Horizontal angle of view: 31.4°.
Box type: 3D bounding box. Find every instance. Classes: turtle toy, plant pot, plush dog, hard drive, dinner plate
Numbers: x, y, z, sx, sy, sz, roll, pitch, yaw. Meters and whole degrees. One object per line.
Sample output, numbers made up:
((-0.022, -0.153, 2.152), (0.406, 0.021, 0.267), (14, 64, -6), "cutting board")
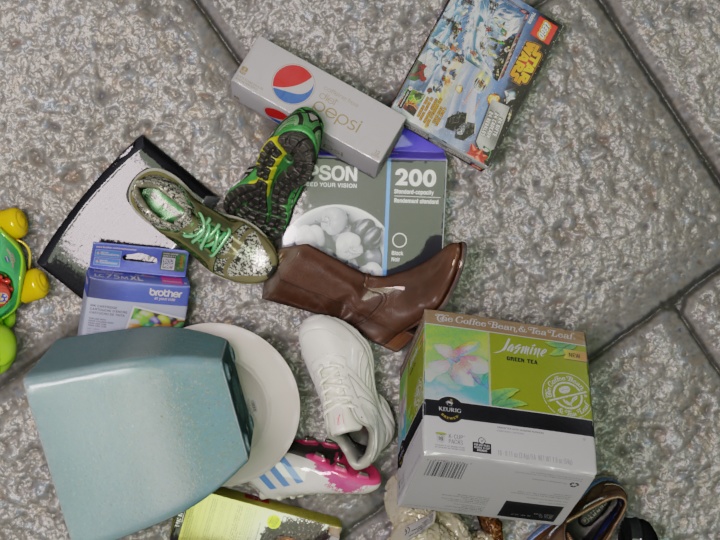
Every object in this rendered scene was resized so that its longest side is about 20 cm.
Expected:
((-0.443, 0.023, 1.473), (0.146, 0.101, 0.200), (-17, 95, 12), "turtle toy")
((-0.226, 0.162, 1.396), (0.200, 0.196, 0.197), (-14, 100, 1), "plant pot")
((0.104, 0.355, 1.550), (0.172, 0.160, 0.200), (21, 95, -32), "plush dog")
((-0.278, -0.047, 1.524), (0.135, 0.042, 0.200), (40, 91, -7), "hard drive")
((-0.171, 0.160, 1.496), (0.200, 0.024, 0.200), (0, 102, 2), "dinner plate")

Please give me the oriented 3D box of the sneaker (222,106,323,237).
((-0.092, -0.110, 1.480), (0.078, 0.200, 0.085), (35, 48, -9), "sneaker")

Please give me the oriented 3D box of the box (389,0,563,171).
((0.136, -0.238, 1.527), (0.137, 0.040, 0.200), (30, 82, -6), "box")

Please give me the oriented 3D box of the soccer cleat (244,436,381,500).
((-0.077, 0.246, 1.559), (0.200, 0.070, 0.086), (17, 109, -3), "soccer cleat")

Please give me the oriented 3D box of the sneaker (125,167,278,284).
((-0.187, -0.046, 1.458), (0.200, 0.089, 0.077), (31, 95, 1), "sneaker")

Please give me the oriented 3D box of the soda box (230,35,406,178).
((-0.050, -0.190, 1.498), (0.200, 0.064, 0.068), (29, 76, 4), "soda box")

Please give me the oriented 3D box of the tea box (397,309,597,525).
((0.153, 0.170, 1.483), (0.200, 0.134, 0.197), (8, 52, -8), "tea box")

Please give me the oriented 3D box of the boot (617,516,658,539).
((0.399, 0.384, 1.576), (0.162, 0.073, 0.198), (-2, 118, 2), "boot")

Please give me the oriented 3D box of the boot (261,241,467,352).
((0.000, 0.000, 1.494), (0.200, 0.064, 0.186), (26, 122, -17), "boot")

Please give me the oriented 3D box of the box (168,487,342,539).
((-0.128, 0.315, 1.563), (0.200, 0.050, 0.075), (15, 93, -5), "box")

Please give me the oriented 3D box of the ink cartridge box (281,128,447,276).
((0.005, -0.092, 1.544), (0.198, 0.043, 0.200), (1, 93, -4), "ink cartridge box")

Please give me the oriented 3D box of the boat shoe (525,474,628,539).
((0.255, 0.339, 1.583), (0.072, 0.072, 0.200), (36, 91, -6), "boat shoe")

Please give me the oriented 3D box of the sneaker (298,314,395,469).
((-0.018, 0.146, 1.510), (0.078, 0.099, 0.200), (-20, 110, 19), "sneaker")

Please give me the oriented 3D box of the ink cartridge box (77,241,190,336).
((-0.269, 0.069, 1.505), (0.119, 0.042, 0.200), (6, 106, -17), "ink cartridge box")
